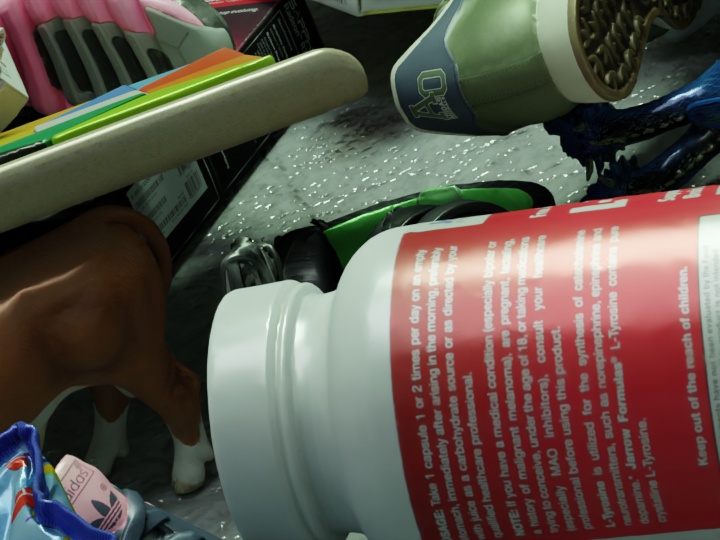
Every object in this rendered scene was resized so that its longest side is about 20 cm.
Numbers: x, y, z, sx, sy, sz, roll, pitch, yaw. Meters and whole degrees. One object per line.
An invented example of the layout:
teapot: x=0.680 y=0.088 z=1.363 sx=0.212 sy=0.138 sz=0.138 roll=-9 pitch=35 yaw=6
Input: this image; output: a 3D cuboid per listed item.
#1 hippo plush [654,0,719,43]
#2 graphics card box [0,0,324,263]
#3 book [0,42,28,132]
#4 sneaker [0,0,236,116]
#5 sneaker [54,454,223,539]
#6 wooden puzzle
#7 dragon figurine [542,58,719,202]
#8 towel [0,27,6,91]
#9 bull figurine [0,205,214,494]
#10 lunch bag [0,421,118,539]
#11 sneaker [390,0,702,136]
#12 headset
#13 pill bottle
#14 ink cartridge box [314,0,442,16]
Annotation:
hippo plush: x=0.172 y=-0.208 z=1.219 sx=0.199 sy=0.160 sz=0.161 roll=-13 pitch=29 yaw=19
graphics card box: x=-0.110 y=-0.055 z=1.275 sx=0.125 sy=0.051 sz=0.200 roll=-4 pitch=34 yaw=31
book: x=-0.221 y=-0.095 z=1.221 sx=0.133 sy=0.048 sz=0.200 roll=-41 pitch=43 yaw=13
sneaker: x=-0.123 y=-0.104 z=1.250 sx=0.199 sy=0.080 sz=0.095 roll=4 pitch=25 yaw=39
sneaker: x=-0.068 y=0.101 z=0.882 sx=0.199 sy=0.082 sz=0.070 roll=10 pitch=41 yaw=19
wooden puzzle: x=-0.100 y=-0.047 z=1.080 sx=0.184 sy=0.037 sz=0.200 roll=-21 pitch=4 yaw=-8
dragon figurine: x=0.159 y=-0.055 z=1.056 sx=0.199 sy=0.059 sz=0.099 roll=3 pitch=38 yaw=48
towel: x=-0.259 y=-0.043 z=1.089 sx=0.199 sy=0.032 sz=0.191 roll=8 pitch=37 yaw=32
bull figurine: x=-0.151 y=0.052 z=1.030 sx=0.199 sy=0.122 sz=0.065 roll=-24 pitch=26 yaw=-3
lunch bag: x=-0.138 y=0.163 z=0.784 sx=0.199 sy=0.151 sz=0.094 roll=-28 pitch=27 yaw=-12
sneaker: x=0.068 y=-0.101 z=1.095 sx=0.089 sy=0.068 sz=0.200 roll=-16 pitch=15 yaw=22
headset: x=0.000 y=0.000 z=1.041 sx=0.123 sy=0.095 sz=0.200 roll=-10 pitch=18 yaw=24
pill bottle: x=0.059 y=0.037 z=0.887 sx=0.198 sy=0.113 sz=0.112 roll=-7 pitch=30 yaw=14
ink cartridge box: x=0.033 y=-0.161 z=1.338 sx=0.199 sy=0.047 sz=0.197 roll=-6 pitch=16 yaw=-30
